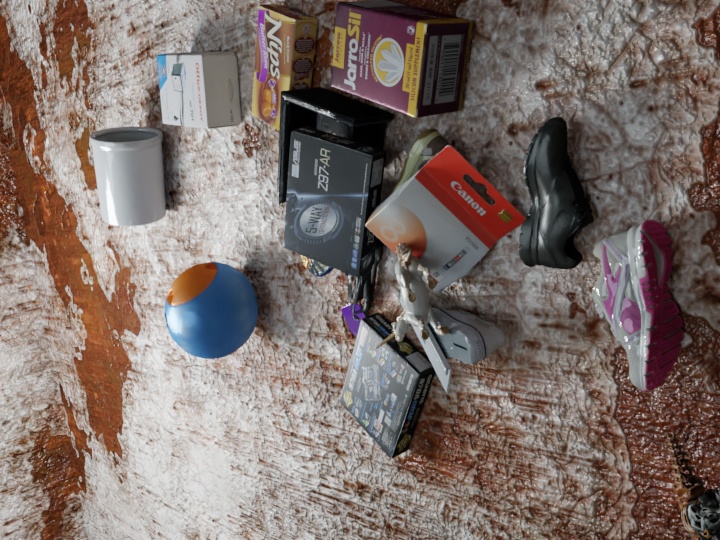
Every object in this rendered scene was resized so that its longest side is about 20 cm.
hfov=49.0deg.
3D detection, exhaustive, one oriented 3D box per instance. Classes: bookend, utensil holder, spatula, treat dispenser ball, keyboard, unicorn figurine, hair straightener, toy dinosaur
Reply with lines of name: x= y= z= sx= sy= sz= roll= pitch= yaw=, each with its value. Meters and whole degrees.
bookend: x=-0.049 y=-0.188 z=1.348 sx=0.197 sy=0.091 sz=0.204 roll=30 pitch=124 yaw=42
utensil holder: x=-0.553 y=-0.227 z=1.897 sx=0.168 sy=0.168 sz=0.205 roll=23 pitch=120 yaw=44
spatula: x=-0.024 y=0.023 z=1.439 sx=0.056 sy=0.020 sz=0.205 roll=-13 pitch=90 yaw=46
treat dispenser ball: x=-0.315 y=0.085 z=1.676 sx=0.199 sy=0.198 sz=0.206 roll=19 pitch=116 yaw=46
keyboard: x=0.102 y=0.102 z=1.266 sx=0.057 sy=0.010 sz=0.202 roll=85 pitch=165 yaw=-47
unicorn figurine: x=0.080 y=0.051 z=1.198 sx=0.137 sy=0.072 sz=0.205 roll=-130 pitch=39 yaw=-65
hair straightener: x=0.000 y=0.000 z=1.358 sx=0.040 sy=0.076 sz=0.204 roll=26 pitch=121 yaw=28
toy dinosaur: x=0.421 y=0.294 z=0.931 sx=0.200 sy=0.102 sz=0.136 roll=43 pitch=152 yaw=5

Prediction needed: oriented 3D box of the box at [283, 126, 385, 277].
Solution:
box: x=-0.045 y=-0.111 z=1.264 sx=0.158 sy=0.043 sz=0.204 roll=22 pitch=118 yaw=28

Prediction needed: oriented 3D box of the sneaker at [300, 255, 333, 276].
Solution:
sneaker: x=-0.039 y=-0.064 z=1.386 sx=0.075 sy=0.088 sz=0.201 roll=46 pitch=140 yaw=7

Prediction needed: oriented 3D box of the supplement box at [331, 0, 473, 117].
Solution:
supplement box: x=0.057 y=-0.318 z=1.169 sx=0.198 sy=0.102 sz=0.134 roll=29 pitch=124 yaw=43

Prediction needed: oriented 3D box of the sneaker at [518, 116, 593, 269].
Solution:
sneaker: x=0.261 y=-0.096 z=1.026 sx=0.089 sy=0.075 sz=0.205 roll=16 pitch=121 yaw=36

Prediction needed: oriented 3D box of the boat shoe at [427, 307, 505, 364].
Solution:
boat shoe: x=0.155 y=0.099 z=1.211 sx=0.200 sy=0.065 sz=0.075 roll=-149 pitch=47 yaw=-68

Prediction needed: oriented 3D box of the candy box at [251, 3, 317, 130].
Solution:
candy box: x=-0.140 y=-0.366 z=1.433 sx=0.116 sy=0.056 sz=0.204 roll=34 pitch=127 yaw=40

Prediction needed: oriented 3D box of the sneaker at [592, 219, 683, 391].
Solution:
sneaker: x=0.334 y=0.044 z=0.969 sx=0.087 sy=0.080 sz=0.205 roll=-4 pitch=91 yaw=52

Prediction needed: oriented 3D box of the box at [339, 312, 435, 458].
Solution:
box: x=0.043 y=0.204 z=1.396 sx=0.159 sy=0.045 sz=0.203 roll=41 pitch=130 yaw=36

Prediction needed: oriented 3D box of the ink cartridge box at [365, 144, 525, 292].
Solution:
ink cartridge box: x=0.121 y=-0.068 z=1.156 sx=0.162 sy=0.050 sz=0.199 roll=42 pitch=143 yaw=-9

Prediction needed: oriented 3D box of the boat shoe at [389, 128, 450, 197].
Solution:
boat shoe: x=0.092 y=-0.116 z=1.214 sx=0.066 sy=0.071 sz=0.204 roll=45 pitch=133 yaw=31

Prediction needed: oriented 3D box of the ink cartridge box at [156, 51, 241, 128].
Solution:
ink cartridge box: x=-0.340 y=-0.379 z=1.653 sx=0.198 sy=0.085 sz=0.150 roll=17 pitch=114 yaw=49
